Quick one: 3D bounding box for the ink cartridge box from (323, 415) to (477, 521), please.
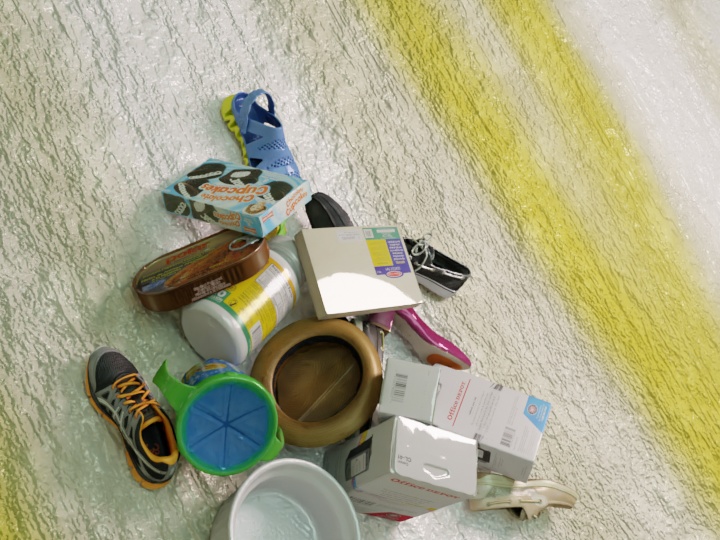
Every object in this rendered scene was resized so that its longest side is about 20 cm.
[{"bbox_3d":[0.053,0.285,1.493,0.145,0.199,0.087,20,58,-25],"label":"ink cartridge box"}]

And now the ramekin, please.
[{"bbox_3d":[-0.105,0.363,1.413,0.197,0.097,0.204,15,60,-28],"label":"ramekin"}]

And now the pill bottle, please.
[{"bbox_3d":[-0.158,0.038,1.531,0.113,0.113,0.200,47,51,-4],"label":"pill bottle"}]

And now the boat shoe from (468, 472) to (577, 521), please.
[{"bbox_3d":[0.257,0.366,1.679,0.197,0.072,0.066,13,66,-23],"label":"boat shoe"}]

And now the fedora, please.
[{"bbox_3d":[-0.063,0.168,1.531,0.196,0.082,0.204,1,66,-2],"label":"fedora"}]

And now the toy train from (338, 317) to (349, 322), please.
[{"bbox_3d":[-0.030,0.033,1.674,0.045,0.034,0.203,22,55,-11],"label":"toy train"}]

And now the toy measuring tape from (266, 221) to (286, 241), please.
[{"bbox_3d":[-0.118,-0.063,1.637,0.199,0.073,0.074,40,51,-11],"label":"toy measuring tape"}]

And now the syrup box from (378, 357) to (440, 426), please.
[{"bbox_3d":[0.069,0.198,1.530,0.080,0.201,0.080,10,69,4],"label":"syrup box"}]

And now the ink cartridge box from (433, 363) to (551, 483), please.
[{"bbox_3d":[0.188,0.238,1.665,0.197,0.067,0.117,19,52,12],"label":"ink cartridge box"}]

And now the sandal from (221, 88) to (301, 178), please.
[{"bbox_3d":[-0.149,-0.205,1.678,0.079,0.087,0.202,-28,86,-41],"label":"sandal"}]

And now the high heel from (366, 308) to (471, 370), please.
[{"bbox_3d":[0.101,0.088,1.716,0.197,0.067,0.097,24,60,-10],"label":"high heel"}]

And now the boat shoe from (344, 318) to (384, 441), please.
[{"bbox_3d":[0.008,0.170,1.603,0.060,0.072,0.205,15,57,-22],"label":"boat shoe"}]

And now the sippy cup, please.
[{"bbox_3d":[-0.188,0.183,1.411,0.137,0.130,0.181,-22,111,-12],"label":"sippy cup"}]

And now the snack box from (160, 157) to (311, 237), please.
[{"bbox_3d":[-0.183,-0.109,1.551,0.116,0.197,0.038,-42,134,-40],"label":"snack box"}]

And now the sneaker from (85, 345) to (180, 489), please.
[{"bbox_3d":[-0.292,0.184,1.389,0.078,0.077,0.202,-27,82,-38],"label":"sneaker"}]

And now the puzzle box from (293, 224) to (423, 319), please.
[{"bbox_3d":[0.000,0.000,1.593,0.197,0.025,0.135,-4,70,-41],"label":"puzzle box"}]

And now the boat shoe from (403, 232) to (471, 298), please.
[{"bbox_3d":[0.097,-0.023,1.753,0.198,0.068,0.074,32,36,-19],"label":"boat shoe"}]

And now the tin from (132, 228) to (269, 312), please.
[{"bbox_3d":[-0.221,-0.004,1.484,0.197,0.042,0.112,-22,34,-7],"label":"tin"}]

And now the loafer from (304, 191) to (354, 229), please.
[{"bbox_3d":[-0.037,-0.032,1.646,0.070,0.068,0.203,-17,71,-39],"label":"loafer"}]
